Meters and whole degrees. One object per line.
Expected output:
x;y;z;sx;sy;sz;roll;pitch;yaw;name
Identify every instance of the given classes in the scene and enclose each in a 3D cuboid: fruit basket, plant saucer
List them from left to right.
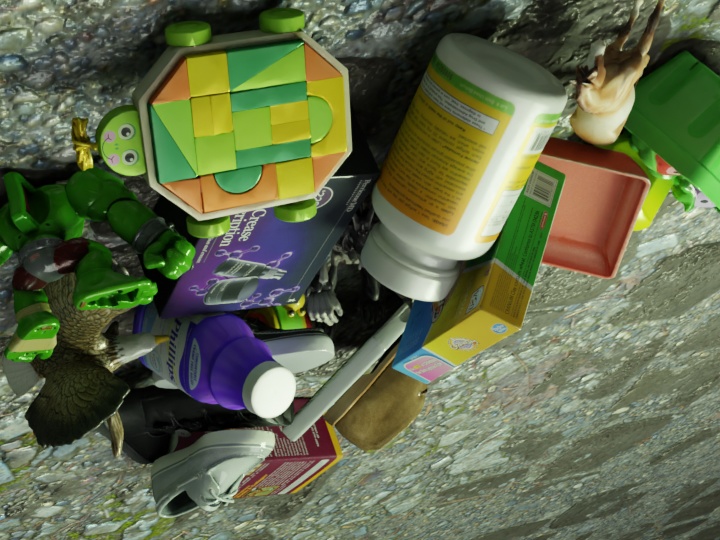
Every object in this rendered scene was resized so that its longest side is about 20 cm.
0.154;-0.071;1.122;0.199;0.037;0.200;14;156;8;plant saucer
0.293;-0.092;1.184;0.215;0.156;0.216;-28;146;-21;fruit basket

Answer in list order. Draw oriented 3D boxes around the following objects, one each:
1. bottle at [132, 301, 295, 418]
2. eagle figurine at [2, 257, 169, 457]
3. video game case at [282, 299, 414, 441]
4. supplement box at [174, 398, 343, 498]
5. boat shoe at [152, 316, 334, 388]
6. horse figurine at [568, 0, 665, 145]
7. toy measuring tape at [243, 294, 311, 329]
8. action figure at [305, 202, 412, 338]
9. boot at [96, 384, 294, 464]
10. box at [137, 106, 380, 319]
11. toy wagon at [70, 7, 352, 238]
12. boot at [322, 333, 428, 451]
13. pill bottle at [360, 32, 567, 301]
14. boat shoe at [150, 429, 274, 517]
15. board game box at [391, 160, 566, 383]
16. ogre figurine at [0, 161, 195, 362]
-0.134;0.077;1.100;0.065;0.200;0.084;-6;110;-38;bottle
-0.241;0.072;1.062;0.151;0.152;0.200;-44;173;-8;eagle figurine
0.012;0.084;1.320;0.182;0.023;0.200;-42;175;-48;video game case
-0.137;0.218;1.487;0.200;0.086;0.110;5;144;-43;supplement box
-0.120;0.074;1.194;0.200;0.057;0.069;-11;160;23;boat shoe
0.208;-0.157;1.009;0.133;0.050;0.200;-62;171;-15;horse figurine
-0.102;0.085;1.280;0.073;0.074;0.200;-4;148;-33;toy measuring tape
0.000;0.000;1.165;0.119;0.102;0.200;-9;154;-9;action figure
-0.164;0.156;1.312;0.200;0.066;0.165;-12;159;14;boot
-0.091;-0.047;1.033;0.141;0.079;0.200;-9;151;-31;box
-0.104;-0.100;0.870;0.200;0.040;0.155;-12;116;-19;toy wagon
0.052;0.113;1.335;0.200;0.075;0.074;-46;176;-12;boot
0.075;-0.079;0.988;0.111;0.111;0.200;3;123;-41;pill bottle
-0.155;0.219;1.284;0.070;0.072;0.201;13;151;-37;boat shoe
0.102;0.006;1.090;0.040;0.153;0.200;25;155;-11;board game box
-0.235;-0.012;0.939;0.200;0.120;0.098;-31;157;21;ogre figurine
